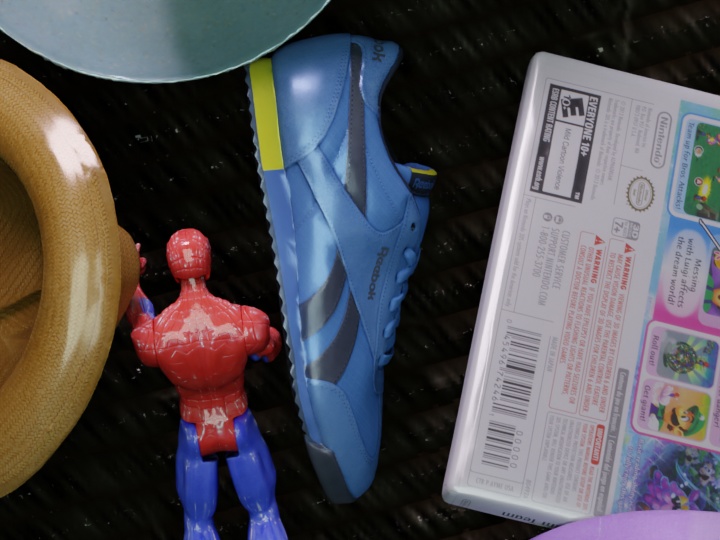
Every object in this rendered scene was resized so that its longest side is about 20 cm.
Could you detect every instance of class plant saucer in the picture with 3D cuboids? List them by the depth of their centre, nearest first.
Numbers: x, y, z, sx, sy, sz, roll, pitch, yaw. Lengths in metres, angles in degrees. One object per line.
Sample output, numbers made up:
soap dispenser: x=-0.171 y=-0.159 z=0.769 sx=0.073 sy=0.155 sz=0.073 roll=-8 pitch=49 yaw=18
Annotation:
plant saucer: x=-0.089 y=-0.179 z=0.864 sx=0.199 sy=0.039 sz=0.203 roll=-1 pitch=94 yaw=-7

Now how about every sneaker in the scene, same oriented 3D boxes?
sneaker: x=0.000 y=0.000 z=0.883 sx=0.078 sy=0.066 sz=0.202 roll=-8 pitch=98 yaw=-3

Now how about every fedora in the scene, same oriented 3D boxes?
fedora: x=-0.158 y=0.006 z=0.856 sx=0.199 sy=0.082 sz=0.203 roll=-2 pitch=87 yaw=35

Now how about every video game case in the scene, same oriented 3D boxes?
video game case: x=0.140 y=0.021 z=0.865 sx=0.180 sy=0.024 sz=0.202 roll=14 pitch=70 yaw=-3

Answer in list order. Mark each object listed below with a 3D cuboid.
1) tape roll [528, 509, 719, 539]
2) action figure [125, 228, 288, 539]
tape roll: x=0.137 y=0.183 z=0.853 sx=0.198 sy=0.066 sz=0.201 roll=7 pitch=139 yaw=7
action figure: x=-0.063 y=0.061 z=0.899 sx=0.065 sy=0.099 sz=0.202 roll=-7 pitch=120 yaw=-2
